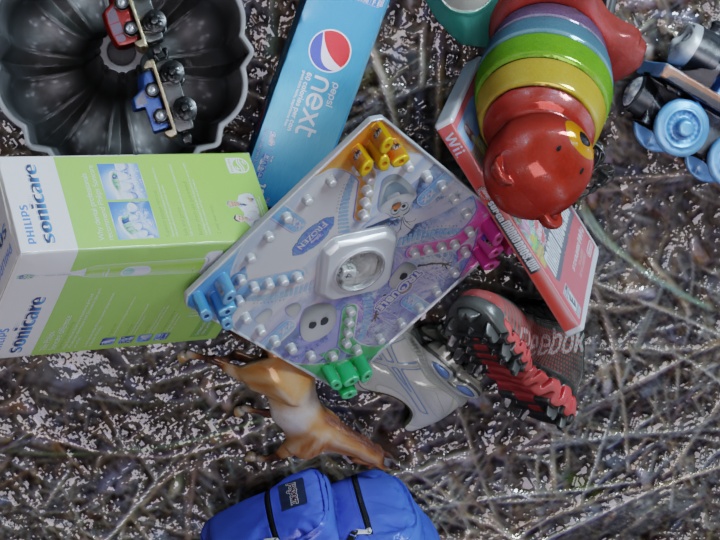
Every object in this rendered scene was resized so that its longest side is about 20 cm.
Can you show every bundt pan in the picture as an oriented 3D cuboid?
[{"bbox_3d":[-0.186,-0.163,1.118,0.200,0.076,0.203,0,88,-12],"label":"bundt pan"}]

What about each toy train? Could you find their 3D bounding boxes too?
[{"bbox_3d":[0.313,-0.122,1.178,0.199,0.087,0.115,29,94,-9],"label":"toy train"},{"bbox_3d":[-0.168,-0.186,1.067,0.046,0.034,0.201,-20,92,-8],"label":"toy train"}]

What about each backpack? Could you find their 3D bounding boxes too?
[{"bbox_3d":[-0.028,0.259,1.224,0.199,0.163,0.168,-24,117,2],"label":"backpack"}]

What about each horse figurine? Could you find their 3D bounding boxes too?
[{"bbox_3d":[-0.070,0.104,1.204,0.132,0.050,0.201,0,131,34],"label":"horse figurine"}]

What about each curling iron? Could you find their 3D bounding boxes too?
[{"bbox_3d":[0.196,-0.157,1.184,0.049,0.026,0.201,13,105,24],"label":"curling iron"}]

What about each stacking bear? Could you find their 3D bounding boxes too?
[{"bbox_3d":[0.138,-0.121,1.077,0.113,0.201,0.121,-22,126,33],"label":"stacking bear"}]

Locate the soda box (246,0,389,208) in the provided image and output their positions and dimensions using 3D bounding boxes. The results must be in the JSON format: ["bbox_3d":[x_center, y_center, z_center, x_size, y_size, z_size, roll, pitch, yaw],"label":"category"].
[{"bbox_3d":[-0.038,-0.148,1.155,0.064,0.068,0.201,19,105,-10],"label":"soda box"}]

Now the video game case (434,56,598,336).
[{"bbox_3d":[0.130,-0.062,1.153,0.017,0.143,0.201,-26,108,25],"label":"video game case"}]

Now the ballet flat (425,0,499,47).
[{"bbox_3d":[0.069,-0.263,1.124,0.067,0.070,0.201,-22,108,-1],"label":"ballet flat"}]

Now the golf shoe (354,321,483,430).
[{"bbox_3d":[0.010,0.060,1.220,0.097,0.078,0.200,-42,104,16],"label":"golf shoe"}]

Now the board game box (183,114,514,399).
[{"bbox_3d":[0.000,0.000,1.090,0.200,0.026,0.200,-43,138,12],"label":"board game box"}]

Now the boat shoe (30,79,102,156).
[{"bbox_3d":[-0.222,-0.074,1.172,0.067,0.057,0.201,-24,107,4],"label":"boat shoe"}]

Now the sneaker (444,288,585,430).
[{"bbox_3d":[0.132,0.053,1.189,0.200,0.071,0.098,43,64,-49],"label":"sneaker"}]

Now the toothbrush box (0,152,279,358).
[{"bbox_3d":[-0.183,-0.012,1.074,0.199,0.086,0.146,-6,150,-31],"label":"toothbrush box"}]
